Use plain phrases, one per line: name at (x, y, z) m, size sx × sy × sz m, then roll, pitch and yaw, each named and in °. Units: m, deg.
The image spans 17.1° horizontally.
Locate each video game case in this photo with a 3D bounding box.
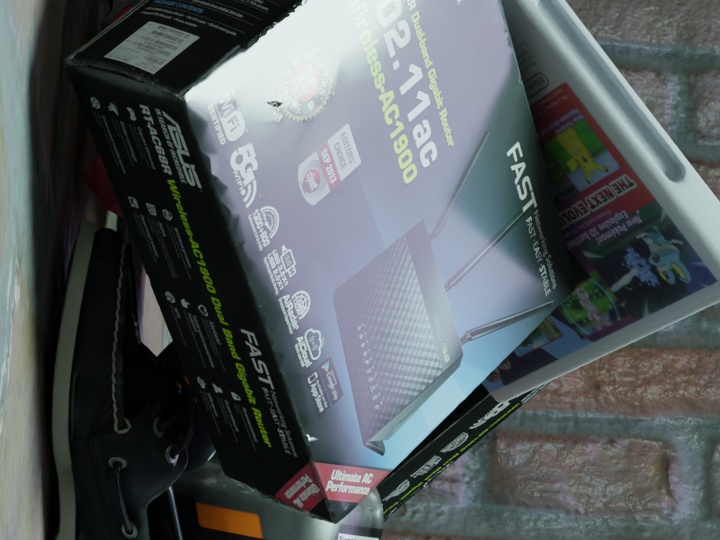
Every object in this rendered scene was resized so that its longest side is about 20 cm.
video game case at (0.053, -0.043, 0.977) m, size 0.023 × 0.183 × 0.200 m, roll -40°, pitch -176°, yaw -30°

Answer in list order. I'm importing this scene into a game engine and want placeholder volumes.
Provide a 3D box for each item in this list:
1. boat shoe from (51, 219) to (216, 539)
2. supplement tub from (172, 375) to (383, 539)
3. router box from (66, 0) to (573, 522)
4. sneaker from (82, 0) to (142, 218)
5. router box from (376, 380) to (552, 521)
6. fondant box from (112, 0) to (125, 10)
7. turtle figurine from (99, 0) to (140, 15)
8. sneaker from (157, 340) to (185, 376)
boat shoe at (-0.086, 0.069, 0.935) m, size 0.075 × 0.066 × 0.201 m, roll -84°, pitch 179°, yaw -61°
supplement tub at (-0.059, 0.153, 1.053) m, size 0.123 × 0.122 × 0.201 m, roll 108°, pitch -7°, yaw -85°
router box at (-0.007, -0.031, 0.873) m, size 0.150 × 0.062 × 0.201 m, roll -43°, pitch 132°, yaw -30°
sneaker at (-0.058, -0.107, 0.970) m, size 0.074 × 0.086 × 0.202 m, roll -13°, pitch -118°, yaw 67°
router box at (0.000, 0.000, 1.142) m, size 0.201 × 0.150 × 0.062 m, roll 55°, pitch 17°, yaw 18°
fondant box at (-0.078, -0.155, 1.116) m, size 0.200 × 0.058 × 0.145 m, roll -86°, pitch 180°, yaw -79°
turtle figurine at (-0.055, -0.190, 0.898) m, size 0.150 × 0.100 × 0.201 m, roll -87°, pitch 176°, yaw -48°
sneaker at (-0.053, 0.118, 1.168) m, size 0.201 × 0.082 × 0.070 m, roll 59°, pitch 7°, yaw 34°
